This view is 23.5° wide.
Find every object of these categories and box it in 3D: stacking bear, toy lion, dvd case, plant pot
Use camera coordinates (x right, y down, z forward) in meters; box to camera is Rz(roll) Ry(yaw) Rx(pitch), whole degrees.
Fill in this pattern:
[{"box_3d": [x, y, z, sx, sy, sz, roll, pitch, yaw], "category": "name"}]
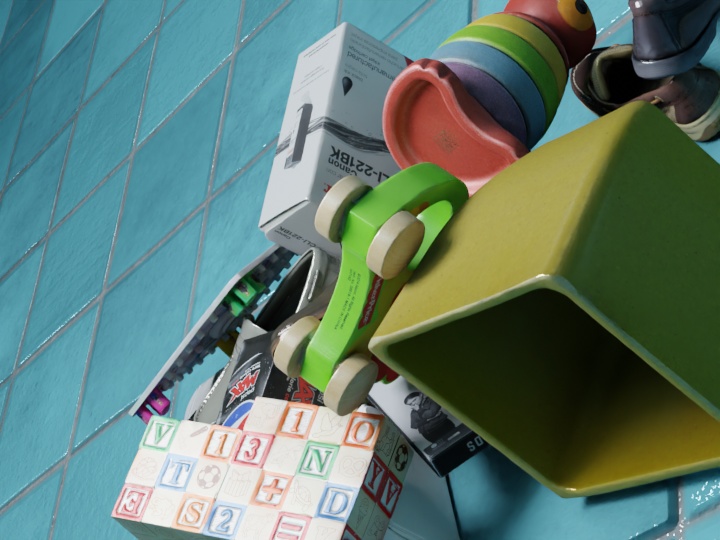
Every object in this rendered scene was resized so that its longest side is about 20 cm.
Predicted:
[{"box_3d": [0.114, -0.152, 1.333, 0.200, 0.121, 0.114, -49, 7, -34], "category": "stacking bear"}, {"box_3d": [0.031, 0.006, 1.264, 0.192, 0.069, 0.200, -30, -34, -46], "category": "toy lion"}, {"box_3d": [0.081, 0.072, 1.339, 0.150, 0.025, 0.200, -34, 25, -7], "category": "dvd case"}, {"box_3d": [0.162, 0.006, 1.157, 0.195, 0.194, 0.200, -25, 33, 51], "category": "plant pot"}]

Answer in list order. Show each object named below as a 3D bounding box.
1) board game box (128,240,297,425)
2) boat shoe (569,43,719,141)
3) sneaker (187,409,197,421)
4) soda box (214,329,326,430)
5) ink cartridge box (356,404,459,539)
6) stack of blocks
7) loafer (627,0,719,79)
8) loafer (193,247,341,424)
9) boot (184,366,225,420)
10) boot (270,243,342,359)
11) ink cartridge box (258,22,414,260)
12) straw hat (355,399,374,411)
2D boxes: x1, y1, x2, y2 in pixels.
[{"box_3d": [-0.114, 0.042, 1.619, 0.200, 0.026, 0.200, -50, -4, 32], "category": "board game box"}, {"box_3d": [0.210, -0.151, 1.339, 0.072, 0.072, 0.200, -60, 26, 4], "category": "boat shoe"}, {"box_3d": [-0.115, 0.207, 1.568, 0.080, 0.086, 0.200, -14, 46, 12], "category": "sneaker"}, {"box_3d": [-0.082, 0.150, 1.395, 0.063, 0.071, 0.200, -19, 46, 50], "category": "soda box"}, {"box_3d": [-0.016, 0.229, 1.373, 0.200, 0.083, 0.147, -49, 28, 25], "category": "ink cartridge box"}, {"box_3d": [-0.074, 0.158, 1.290, 0.200, 0.059, 0.115, 5, 61, 30], "category": "stack of blocks"}, {"box_3d": [0.240, -0.215, 1.292, 0.072, 0.063, 0.200, -9, 31, 28], "category": "loafer"}, {"box_3d": [-0.084, 0.065, 1.537, 0.200, 0.070, 0.070, -52, 37, -5], "category": "loafer"}, {"box_3d": [-0.135, 0.168, 1.658, 0.096, 0.073, 0.200, -48, 27, 41], "category": "boot"}, {"box_3d": [0.000, 0.000, 1.406, 0.200, 0.075, 0.097, -28, 56, -12], "category": "boot"}, {"box_3d": [0.003, -0.102, 1.588, 0.084, 0.144, 0.200, -28, 43, 49], "category": "ink cartridge box"}, {"box_3d": [0.005, 0.070, 1.484, 0.201, 0.085, 0.201, -42, 33, 36], "category": "straw hat"}]
